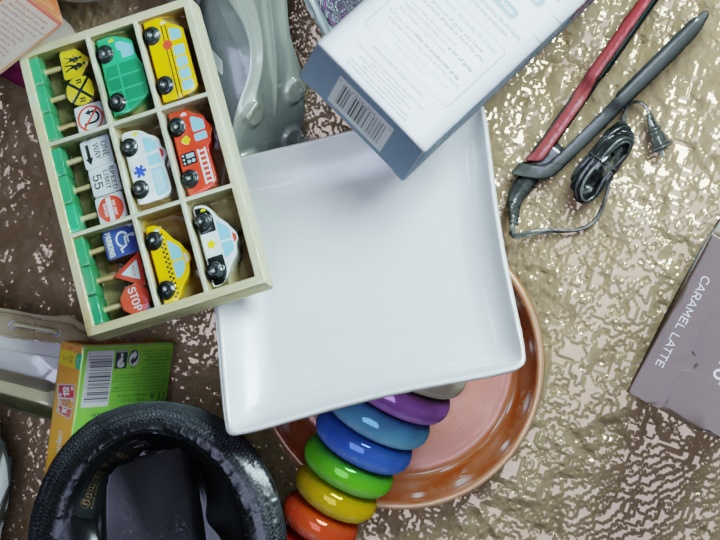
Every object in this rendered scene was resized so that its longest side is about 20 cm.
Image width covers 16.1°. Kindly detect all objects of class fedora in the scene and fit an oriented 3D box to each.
[{"bbox_3d":[-0.125,0.186,1.695,0.200,0.092,0.202,0,91,15],"label":"fedora"}]

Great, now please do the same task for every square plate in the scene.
[{"bbox_3d":[0.000,0.000,1.650,0.199,0.028,0.199,-13,62,11],"label":"square plate"}]

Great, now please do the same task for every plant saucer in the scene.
[{"bbox_3d":[0.027,0.062,1.735,0.199,0.032,0.201,1,94,9],"label":"plant saucer"}]

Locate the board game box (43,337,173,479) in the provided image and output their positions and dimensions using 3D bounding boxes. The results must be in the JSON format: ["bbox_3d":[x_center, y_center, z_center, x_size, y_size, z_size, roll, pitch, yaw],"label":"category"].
[{"bbox_3d":[-0.179,0.147,1.745,0.030,0.095,0.201,9,95,35],"label":"board game box"}]

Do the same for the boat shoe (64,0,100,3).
[{"bbox_3d":[-0.160,-0.238,1.686,0.200,0.072,0.076,-21,54,40],"label":"boat shoe"}]

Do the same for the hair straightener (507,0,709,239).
[{"bbox_3d":[0.169,-0.095,1.693,0.077,0.041,0.200,38,99,5],"label":"hair straightener"}]

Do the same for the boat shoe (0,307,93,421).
[{"bbox_3d":[-0.276,0.047,1.771,0.199,0.075,0.069,17,74,12],"label":"boat shoe"}]

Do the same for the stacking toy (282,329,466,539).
[{"bbox_3d":[-0.008,0.136,1.695,0.085,0.085,0.201,28,103,6],"label":"stacking toy"}]

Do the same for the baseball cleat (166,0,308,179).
[{"bbox_3d":[-0.088,-0.152,1.727,0.106,0.070,0.201,20,117,43],"label":"baseball cleat"}]

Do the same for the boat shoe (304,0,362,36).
[{"bbox_3d":[0.012,-0.144,1.700,0.070,0.072,0.201,-32,88,11],"label":"boat shoe"}]

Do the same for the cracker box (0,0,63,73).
[{"bbox_3d":[-0.303,-0.165,1.715,0.200,0.058,0.134,-36,49,17],"label":"cracker box"}]

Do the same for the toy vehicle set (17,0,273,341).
[{"bbox_3d":[-0.142,-0.066,1.664,0.124,0.027,0.201,-18,78,9],"label":"toy vehicle set"}]

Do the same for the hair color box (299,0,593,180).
[{"bbox_3d":[0.066,-0.163,1.648,0.099,0.061,0.200,45,68,3],"label":"hair color box"}]

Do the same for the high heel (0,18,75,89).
[{"bbox_3d":[-0.199,-0.114,1.752,0.199,0.067,0.096,23,132,22],"label":"high heel"}]

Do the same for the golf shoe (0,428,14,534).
[{"bbox_3d":[-0.284,0.178,1.749,0.077,0.095,0.201,-3,106,17],"label":"golf shoe"}]

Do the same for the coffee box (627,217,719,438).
[{"bbox_3d":[0.234,0.036,1.612,0.079,0.200,0.115,27,99,7],"label":"coffee box"}]
